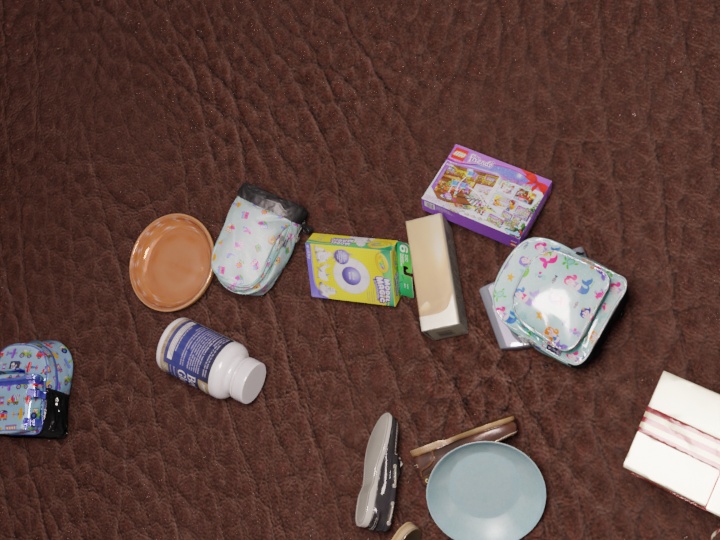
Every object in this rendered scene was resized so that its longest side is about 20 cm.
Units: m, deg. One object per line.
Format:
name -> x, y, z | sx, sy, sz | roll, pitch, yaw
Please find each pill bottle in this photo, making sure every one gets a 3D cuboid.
pill bottle -> -0.282, 0.176, 1.644 | 0.197, 0.111, 0.113 | 22, 85, 23

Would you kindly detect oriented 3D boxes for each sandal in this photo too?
sandal -> 0.019, 0.516, 1.494 | 0.069, 0.078, 0.213 | 32, 84, 42

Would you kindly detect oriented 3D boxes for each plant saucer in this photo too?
plant saucer -> 0.208, 0.365, 1.435 | 0.196, 0.039, 0.205 | 2, 110, 4
plant saucer -> -0.379, -0.014, 1.762 | 0.196, 0.037, 0.205 | -4, 76, 18

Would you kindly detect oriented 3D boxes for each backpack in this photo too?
backpack -> 0.316, 0.045, 1.413 | 0.198, 0.150, 0.180 | 32, 91, 27
backpack -> -0.684, 0.237, 1.762 | 0.179, 0.134, 0.204 | -1, 75, 18
backpack -> -0.205, -0.053, 1.662 | 0.164, 0.126, 0.203 | 23, 89, 19

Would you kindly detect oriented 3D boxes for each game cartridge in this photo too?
game cartridge -> 0.319, 0.057, 1.501 | 0.197, 0.041, 0.135 | -24, 67, 13

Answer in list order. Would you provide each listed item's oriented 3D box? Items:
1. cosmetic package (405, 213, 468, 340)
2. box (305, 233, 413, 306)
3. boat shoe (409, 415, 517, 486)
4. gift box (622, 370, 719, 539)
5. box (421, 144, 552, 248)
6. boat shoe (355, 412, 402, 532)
cosmetic package -> 0.137, 0.013, 1.538 | 0.070, 0.105, 0.204 | -12, 73, 15
box -> 0.000, 0.000, 1.588 | 0.196, 0.049, 0.120 | 4, 119, 19
boat shoe -> 0.183, 0.309, 1.476 | 0.197, 0.070, 0.072 | -26, 75, 20
gift box -> 0.520, 0.287, 1.305 | 0.184, 0.184, 0.203 | 22, 89, 31
box -> 0.227, -0.135, 1.551 | 0.197, 0.039, 0.138 | 25, 66, 23
boat shoe -> 0.042, 0.355, 1.516 | 0.059, 0.074, 0.204 | 20, 64, -18
